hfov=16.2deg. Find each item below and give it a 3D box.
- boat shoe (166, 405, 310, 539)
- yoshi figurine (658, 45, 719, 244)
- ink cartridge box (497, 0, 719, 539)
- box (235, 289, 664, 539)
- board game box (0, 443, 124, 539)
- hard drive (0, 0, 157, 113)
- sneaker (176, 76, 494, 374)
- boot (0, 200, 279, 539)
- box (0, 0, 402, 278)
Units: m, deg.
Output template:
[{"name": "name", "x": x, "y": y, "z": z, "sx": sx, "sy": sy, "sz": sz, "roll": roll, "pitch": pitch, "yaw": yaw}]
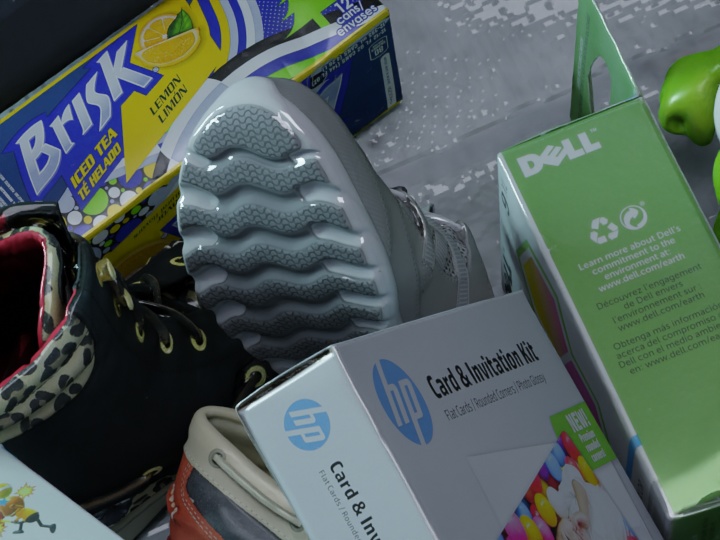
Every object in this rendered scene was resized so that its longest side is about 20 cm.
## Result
[{"name": "boat shoe", "x": 0.027, "y": 0.103, "z": 0.860, "sx": 0.199, "sy": 0.071, "sz": 0.063, "roll": 18, "pitch": 110, "yaw": 12}, {"name": "yoshi figurine", "x": 0.168, "y": -0.050, "z": 0.904, "sx": 0.112, "sy": 0.112, "sz": 0.200, "roll": 52, "pitch": 37, "yaw": -11}, {"name": "ink cartridge box", "x": 0.092, "y": 0.010, "z": 0.890, "sx": 0.059, "sy": 0.104, "sz": 0.201, "roll": -21, "pitch": 65, "yaw": -6}, {"name": "box", "x": 0.057, "y": 0.108, "z": 0.745, "sx": 0.041, "sy": 0.156, "sz": 0.201, "roll": -33, "pitch": 81, "yaw": 23}, {"name": "board game box", "x": -0.055, "y": 0.161, "z": 0.773, "sx": 0.064, "sy": 0.148, "sz": 0.199, "roll": -40, "pitch": 48, "yaw": -25}, {"name": "hard drive", "x": -0.170, "y": -0.115, "z": 0.919, "sx": 0.199, "sy": 0.140, "sz": 0.033, "roll": -35, "pitch": 23, "yaw": 1}, {"name": "sneaker", "x": 0.000, "y": 0.000, "z": 0.866, "sx": 0.074, "sy": 0.200, "sz": 0.082, "roll": 1, "pitch": 50, "yaw": 28}, {"name": "boot", "x": -0.074, "y": 0.015, "z": 0.874, "sx": 0.073, "sy": 0.154, "sz": 0.204, "roll": 40, "pitch": 75, "yaw": 23}, {"name": "box", "x": -0.080, "y": -0.044, "z": 0.949, "sx": 0.200, "sy": 0.070, "sz": 0.064, "roll": -37, "pitch": 66, "yaw": -12}]
